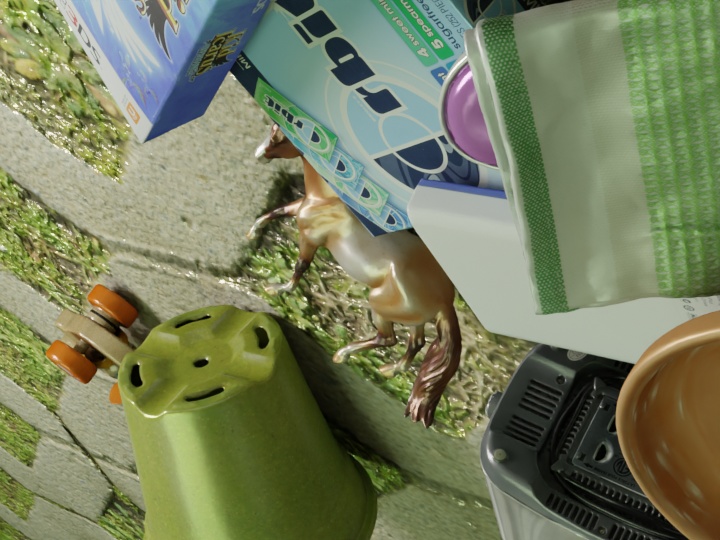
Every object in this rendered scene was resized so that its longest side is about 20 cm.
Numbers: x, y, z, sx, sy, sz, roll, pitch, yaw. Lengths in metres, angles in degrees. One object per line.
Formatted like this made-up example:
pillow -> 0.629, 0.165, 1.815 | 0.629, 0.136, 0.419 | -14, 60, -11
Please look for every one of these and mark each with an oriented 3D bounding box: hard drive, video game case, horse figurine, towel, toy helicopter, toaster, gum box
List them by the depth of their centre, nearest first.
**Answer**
towel -> 0.150, -0.045, 0.541 | 0.199, 0.031, 0.149 | -6, 133, 17
hard drive -> 0.135, 0.011, 0.706 | 0.199, 0.025, 0.132 | 12, 156, 33
video game case -> -0.120, -0.182, 0.714 | 0.182, 0.045, 0.200 | 57, 154, 4
gum box -> 0.017, -0.103, 0.719 | 0.170, 0.045, 0.200 | 48, 154, -17
toaster -> 0.165, 0.131, 0.819 | 0.199, 0.114, 0.129 | 21, 153, 18
horse figurine -> 0.000, 0.000, 0.883 | 0.200, 0.050, 0.133 | 47, 137, 5
toy helicopter -> -0.232, 0.081, 1.325 | 0.132, 0.079, 0.200 | 39, 166, -19

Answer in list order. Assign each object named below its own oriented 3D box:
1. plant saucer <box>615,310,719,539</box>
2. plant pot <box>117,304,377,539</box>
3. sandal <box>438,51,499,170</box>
plant saucer -> 0.203, 0.077, 0.574 | 0.200, 0.038, 0.200 | 21, 147, 15
plant pot -> -0.101, 0.136, 1.114 | 0.200, 0.200, 0.185 | 17, 134, 39
sandal -> 0.115, -0.068, 0.583 | 0.202, 0.050, 0.083 | -2, 125, 34
